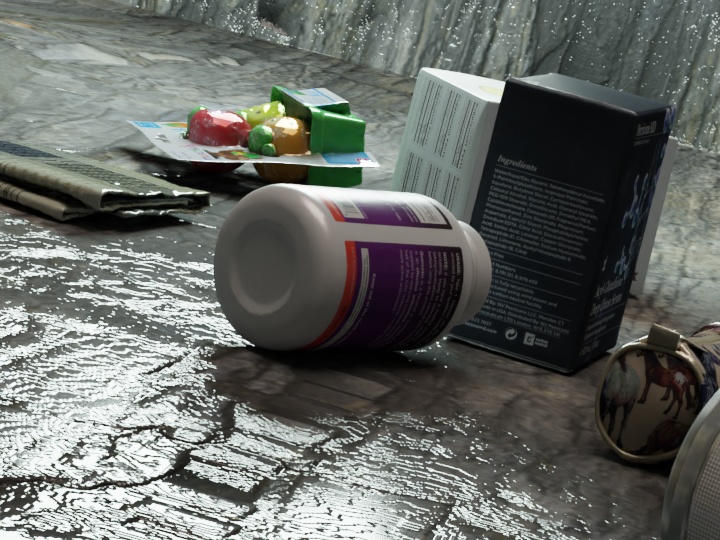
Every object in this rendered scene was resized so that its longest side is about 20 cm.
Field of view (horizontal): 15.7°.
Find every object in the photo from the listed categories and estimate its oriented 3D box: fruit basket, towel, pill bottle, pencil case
[{"bbox_3d":[-0.101,-0.127,2.432,0.199,0.094,0.185,6,12,-20],"label":"fruit basket"},{"bbox_3d":[-0.247,-0.072,2.133,0.199,0.035,0.192,16,7,24],"label":"towel"},{"bbox_3d":[0.000,0.000,1.806,0.112,0.113,0.200,22,12,39],"label":"pill bottle"},{"bbox_3d":[0.225,0.076,1.749,0.078,0.090,0.200,31,15,20],"label":"pencil case"}]

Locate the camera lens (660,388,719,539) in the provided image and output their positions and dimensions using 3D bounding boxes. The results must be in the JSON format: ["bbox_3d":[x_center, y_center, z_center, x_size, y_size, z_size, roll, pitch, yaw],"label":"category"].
[{"bbox_3d":[0.258,0.134,1.271,0.159,0.161,0.200,5,13,-41],"label":"camera lens"}]

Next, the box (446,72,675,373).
[{"bbox_3d":[0.152,-0.040,1.972,0.107,0.201,0.148,16,11,16],"label":"box"}]

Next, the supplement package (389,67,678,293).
[{"bbox_3d":[0.153,-0.084,2.371,0.190,0.148,0.200,10,10,-19],"label":"supplement package"}]
